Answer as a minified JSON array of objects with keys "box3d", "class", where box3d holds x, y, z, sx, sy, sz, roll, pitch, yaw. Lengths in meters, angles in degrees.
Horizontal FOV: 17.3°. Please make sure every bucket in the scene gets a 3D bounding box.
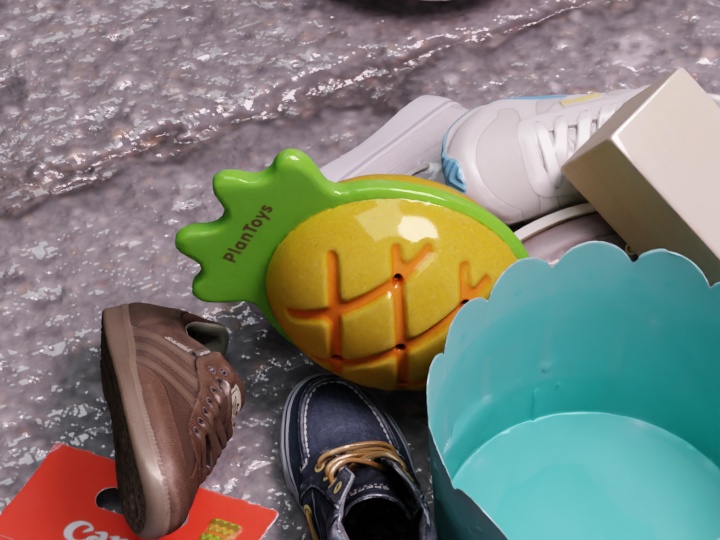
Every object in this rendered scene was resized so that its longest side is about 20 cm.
[{"box3d":[0.130,0.104,1.235,0.207,0.135,0.207,0,51,0],"class":"bucket"}]

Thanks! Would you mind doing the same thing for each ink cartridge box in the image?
[{"box3d":[-0.161,0.161,1.208,0.162,0.050,0.200,13,50,33],"class":"ink cartridge box"}]

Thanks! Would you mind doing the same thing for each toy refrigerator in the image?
[{"box3d":[0.211,-0.013,1.309,0.200,0.076,0.070,47,70,-3],"class":"toy refrigerator"}]

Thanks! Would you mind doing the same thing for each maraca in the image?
[{"box3d":[0.000,0.000,1.285,0.200,0.137,0.107,21,35,-21],"class":"maraca"}]

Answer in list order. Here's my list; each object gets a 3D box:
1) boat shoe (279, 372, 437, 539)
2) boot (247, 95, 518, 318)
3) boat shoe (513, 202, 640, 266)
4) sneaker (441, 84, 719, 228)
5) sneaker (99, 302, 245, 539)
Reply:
[{"box3d":[0.004,0.115,1.251,0.071,0.091,0.200,-11,51,-10],"class":"boat shoe"},{"box3d":[0.027,-0.027,1.382,0.096,0.074,0.200,26,53,28],"class":"boot"},{"box3d":[0.161,0.000,1.366,0.200,0.072,0.060,-12,48,-18],"class":"boat shoe"},{"box3d":[0.130,-0.073,1.372,0.200,0.081,0.077,-14,87,-39],"class":"sneaker"},{"box3d":[-0.096,0.071,1.271,0.075,0.070,0.200,-3,29,-10],"class":"sneaker"}]
